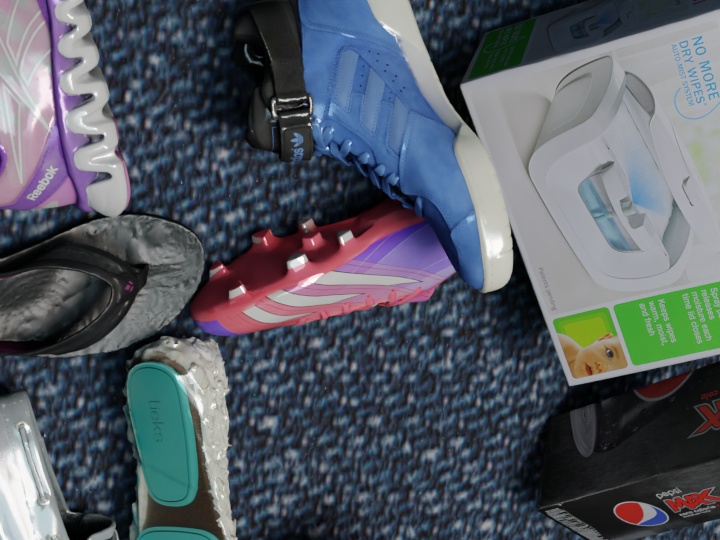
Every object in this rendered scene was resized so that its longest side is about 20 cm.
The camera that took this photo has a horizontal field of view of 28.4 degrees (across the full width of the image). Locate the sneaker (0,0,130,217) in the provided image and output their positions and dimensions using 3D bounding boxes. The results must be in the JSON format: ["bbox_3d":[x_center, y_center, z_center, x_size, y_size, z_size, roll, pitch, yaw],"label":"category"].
[{"bbox_3d":[-0.177,-0.115,0.714,0.088,0.081,0.201,-13,110,-10],"label":"sneaker"}]

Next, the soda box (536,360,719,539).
[{"bbox_3d":[0.197,0.107,0.851,0.063,0.200,0.071,31,55,-26],"label":"soda box"}]

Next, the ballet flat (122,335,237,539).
[{"bbox_3d":[-0.094,0.131,0.817,0.071,0.072,0.201,-5,106,-20],"label":"ballet flat"}]

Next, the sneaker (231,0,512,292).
[{"bbox_3d":[-0.002,-0.066,0.762,0.111,0.077,0.201,-21,78,-11],"label":"sneaker"}]

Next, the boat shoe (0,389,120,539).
[{"bbox_3d":[-0.168,0.159,0.791,0.071,0.070,0.202,-24,109,-8],"label":"boat shoe"}]

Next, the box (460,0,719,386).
[{"bbox_3d":[0.176,-0.056,0.814,0.175,0.097,0.201,-13,114,21],"label":"box"}]

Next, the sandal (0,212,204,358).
[{"bbox_3d":[-0.176,0.020,0.762,0.199,0.048,0.076,-12,108,-18],"label":"sandal"}]

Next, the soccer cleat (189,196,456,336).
[{"bbox_3d":[0.000,0.000,0.821,0.199,0.067,0.077,-27,117,-15],"label":"soccer cleat"}]
